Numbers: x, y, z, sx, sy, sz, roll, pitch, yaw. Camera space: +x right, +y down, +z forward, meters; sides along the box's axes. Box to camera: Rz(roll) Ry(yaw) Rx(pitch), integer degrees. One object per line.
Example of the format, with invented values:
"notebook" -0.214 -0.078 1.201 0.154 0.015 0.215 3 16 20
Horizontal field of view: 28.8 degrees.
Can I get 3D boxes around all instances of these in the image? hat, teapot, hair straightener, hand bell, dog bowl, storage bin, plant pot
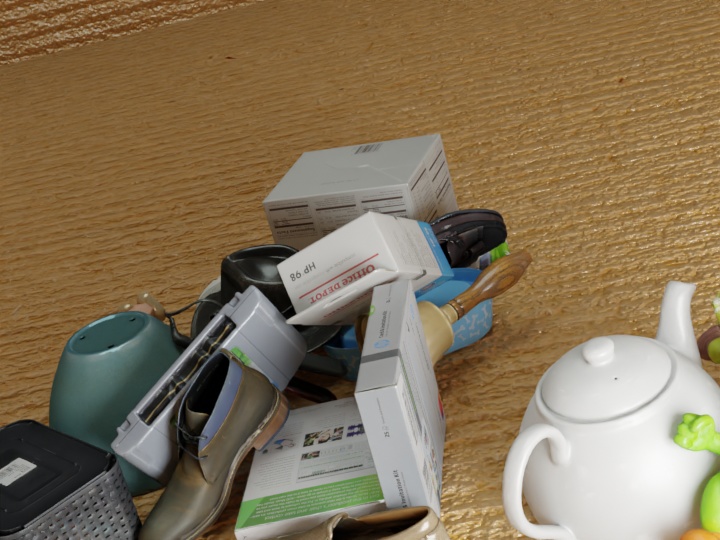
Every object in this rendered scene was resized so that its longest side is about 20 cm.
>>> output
"hat" -0.105 0.021 1.524 0.198 0.082 0.201 -13 30 8
"teapot" 0.204 0.123 1.125 0.195 0.147 0.201 -18 27 9
"hair straightener" -0.104 0.071 1.431 0.198 0.078 0.041 21 15 -4
"hand bell" 0.100 0.035 1.426 0.199 0.105 0.104 -35 29 -25
"dog bowl" 0.053 0.060 1.509 0.198 0.050 0.112 -20 23 -9
"storage bin" -0.312 0.228 1.324 0.135 0.095 0.199 -33 29 -34
"plant pot" -0.241 0.123 1.458 0.197 0.136 0.201 -14 22 6

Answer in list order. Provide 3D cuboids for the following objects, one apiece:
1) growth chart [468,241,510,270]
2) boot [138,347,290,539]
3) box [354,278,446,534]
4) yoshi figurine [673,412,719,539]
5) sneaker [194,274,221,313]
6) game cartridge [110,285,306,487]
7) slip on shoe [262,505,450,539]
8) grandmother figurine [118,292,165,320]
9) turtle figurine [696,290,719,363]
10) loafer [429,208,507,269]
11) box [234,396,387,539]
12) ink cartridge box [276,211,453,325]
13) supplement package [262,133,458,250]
"growth chart" 0.086 0.004 1.629 0.197 0.018 0.145 -9 24 -2
"boot" -0.155 0.166 1.285 0.074 0.097 0.201 20 65 42
"box" 0.039 0.122 1.243 0.041 0.158 0.201 -10 24 11
"yoshi figurine" 0.297 0.123 1.020 0.112 0.111 0.202 141 152 -73
"sneaker" -0.105 0.043 1.630 0.197 0.076 0.092 -12 28 15
"game cartridge" -0.139 0.120 1.349 0.040 0.133 0.200 37 83 30
"slip on shoe" -0.019 0.229 1.162 0.197 0.061 0.076 -4 26 27
"grandmother figurine" -0.295 0.101 1.652 0.121 0.061 0.201 -35 14 34
"turtle figurine" 0.345 0.092 1.159 0.065 0.199 0.161 -52 5 -5
"loafer" 0.080 -0.015 1.579 0.197 0.073 0.063 -13 43 -15
"box" -0.033 0.185 1.307 0.142 0.037 0.201 -13 22 11
"ink cartridge box" 0.000 0.000 1.379 0.115 0.067 0.199 -29 -13 19
"supplement package" 0.004 -0.082 1.781 0.197 0.112 0.156 -5 26 24
